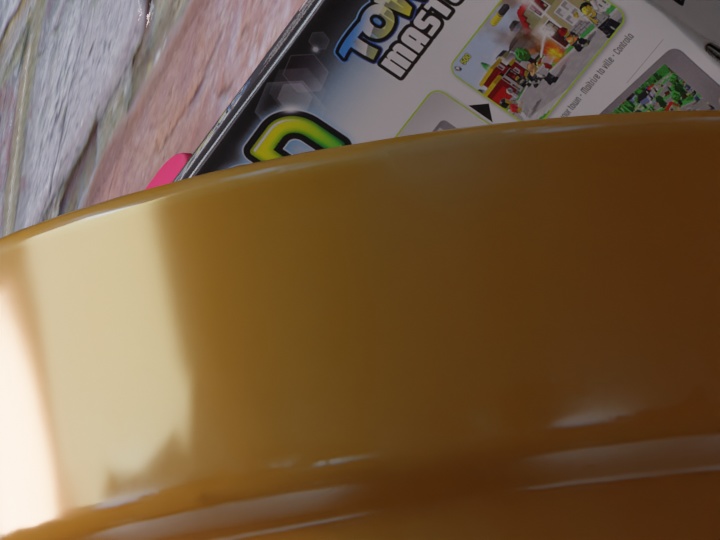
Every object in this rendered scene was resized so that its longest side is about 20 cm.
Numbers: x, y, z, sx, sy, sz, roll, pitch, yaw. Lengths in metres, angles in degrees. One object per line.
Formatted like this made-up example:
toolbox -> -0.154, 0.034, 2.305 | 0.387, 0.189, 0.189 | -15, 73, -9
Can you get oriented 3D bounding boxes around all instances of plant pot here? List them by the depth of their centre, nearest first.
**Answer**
plant pot -> 0.023, 0.085, 0.555 | 0.200, 0.200, 0.184 | 143, 121, -68

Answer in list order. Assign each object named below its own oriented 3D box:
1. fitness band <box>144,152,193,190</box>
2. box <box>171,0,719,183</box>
fitness band -> -0.074, 0.048, 0.941 | 0.144, 0.037, 0.200 | -58, 16, 32
box -> 0.010, -0.002, 0.687 | 0.200, 0.110, 0.035 | -51, 9, 31
